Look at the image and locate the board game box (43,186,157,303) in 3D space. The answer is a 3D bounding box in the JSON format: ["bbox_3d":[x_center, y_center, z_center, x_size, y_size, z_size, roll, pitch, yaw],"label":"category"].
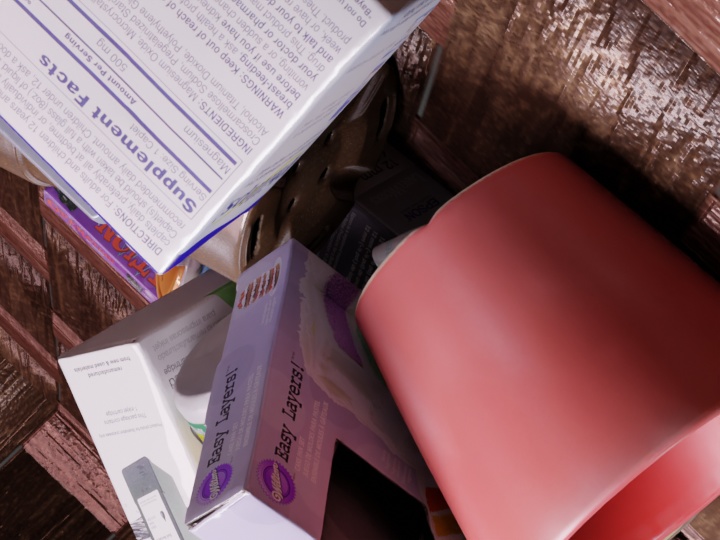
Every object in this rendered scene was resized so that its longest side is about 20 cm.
[{"bbox_3d":[-0.108,-0.024,2.065,0.200,0.120,0.032,43,167,9],"label":"board game box"}]

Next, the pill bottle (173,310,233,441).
[{"bbox_3d":[-0.007,0.112,1.700,0.200,0.113,0.113,53,165,-20],"label":"pill bottle"}]

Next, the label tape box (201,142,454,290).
[{"bbox_3d":[0.000,0.000,1.805,0.200,0.066,0.143,38,135,21],"label":"label tape box"}]

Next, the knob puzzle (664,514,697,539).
[{"bbox_3d":[0.133,0.084,1.747,0.220,0.030,0.220,34,138,38],"label":"knob puzzle"}]

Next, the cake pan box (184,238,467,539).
[{"bbox_3d":[0.002,0.107,1.558,0.184,0.200,0.052,37,127,-22],"label":"cake pan box"}]

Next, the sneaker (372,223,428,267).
[{"bbox_3d":[0.064,0.063,1.700,0.088,0.075,0.200,-9,110,25],"label":"sneaker"}]

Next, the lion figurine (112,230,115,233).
[{"bbox_3d":[-0.132,-0.095,2.002,0.200,0.122,0.072,61,167,1],"label":"lion figurine"}]

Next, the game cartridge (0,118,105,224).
[{"bbox_3d":[-0.106,-0.129,1.587,0.133,0.200,0.041,44,-174,14],"label":"game cartridge"}]

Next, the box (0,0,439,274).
[{"bbox_3d":[-0.086,-0.136,1.474,0.184,0.200,0.105,45,-150,2],"label":"box"}]

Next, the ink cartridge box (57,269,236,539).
[{"bbox_3d":[-0.070,0.108,1.779,0.084,0.145,0.200,-13,104,47],"label":"ink cartridge box"}]

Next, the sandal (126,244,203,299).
[{"bbox_3d":[-0.122,-0.077,1.835,0.079,0.059,0.207,-126,43,-64],"label":"sandal"}]

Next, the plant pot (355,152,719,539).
[{"bbox_3d":[0.104,0.049,1.534,0.177,0.200,0.200,53,169,18],"label":"plant pot"}]

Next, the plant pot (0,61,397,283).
[{"bbox_3d":[-0.099,-0.101,1.692,0.198,0.200,0.200,32,163,18],"label":"plant pot"}]
